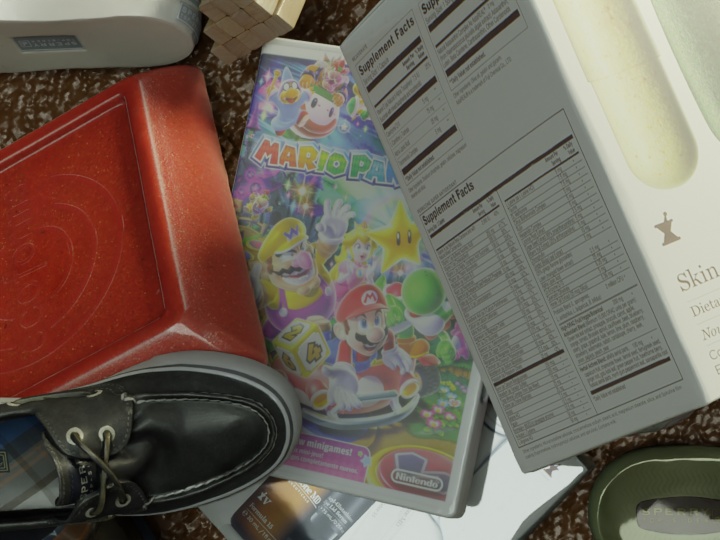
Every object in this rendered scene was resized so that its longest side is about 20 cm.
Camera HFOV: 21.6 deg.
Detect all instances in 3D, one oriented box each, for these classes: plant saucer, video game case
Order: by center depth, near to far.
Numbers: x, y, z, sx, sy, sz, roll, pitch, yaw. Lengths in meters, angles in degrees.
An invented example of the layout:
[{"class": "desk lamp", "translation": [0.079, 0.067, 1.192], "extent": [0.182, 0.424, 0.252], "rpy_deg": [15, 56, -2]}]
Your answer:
[{"class": "video game case", "translation": [0.000, 0.000, 0.869], "extent": [0.142, 0.018, 0.202], "rpy_deg": [10, 86, 23]}, {"class": "plant saucer", "translation": [-0.152, 0.006, 0.895], "extent": [0.199, 0.037, 0.201], "rpy_deg": [-28, 49, 14]}]

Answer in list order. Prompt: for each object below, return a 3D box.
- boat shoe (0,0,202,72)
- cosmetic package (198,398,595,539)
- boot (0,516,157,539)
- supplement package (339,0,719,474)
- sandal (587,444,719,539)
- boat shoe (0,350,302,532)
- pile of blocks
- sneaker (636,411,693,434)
[{"class": "boat shoe", "translation": [-0.173, -0.147, 0.951], "extent": [0.198, 0.072, 0.069], "rpy_deg": [0, 66, 19]}, {"class": "cosmetic package", "translation": [-0.009, 0.076, 0.912], "extent": [0.151, 0.052, 0.200], "rpy_deg": [-46, 79, 4]}, {"class": "boot", "translation": [-0.180, 0.108, 0.937], "extent": [0.199, 0.097, 0.075], "rpy_deg": [25, 75, 43]}, {"class": "supplement package", "translation": [0.117, -0.048, 0.761], "extent": [0.151, 0.151, 0.201], "rpy_deg": [-20, 83, -26]}, {"class": "sandal", "translation": [0.203, 0.113, 0.860], "extent": [0.199, 0.057, 0.081], "rpy_deg": [-7, 86, 12]}, {"class": "boat shoe", "translation": [-0.125, 0.079, 0.800], "extent": [0.198, 0.066, 0.071], "rpy_deg": [-3, 105, 6]}, {"class": "pile of blocks", "translation": [-0.028, -0.198, 0.903], "extent": [0.062, 0.082, 0.201], "rpy_deg": [36, 81, -25]}, {"class": "sneaker", "translation": [0.114, -0.010, 0.879], "extent": [0.087, 0.081, 0.202], "rpy_deg": [5, 74, -22]}]
